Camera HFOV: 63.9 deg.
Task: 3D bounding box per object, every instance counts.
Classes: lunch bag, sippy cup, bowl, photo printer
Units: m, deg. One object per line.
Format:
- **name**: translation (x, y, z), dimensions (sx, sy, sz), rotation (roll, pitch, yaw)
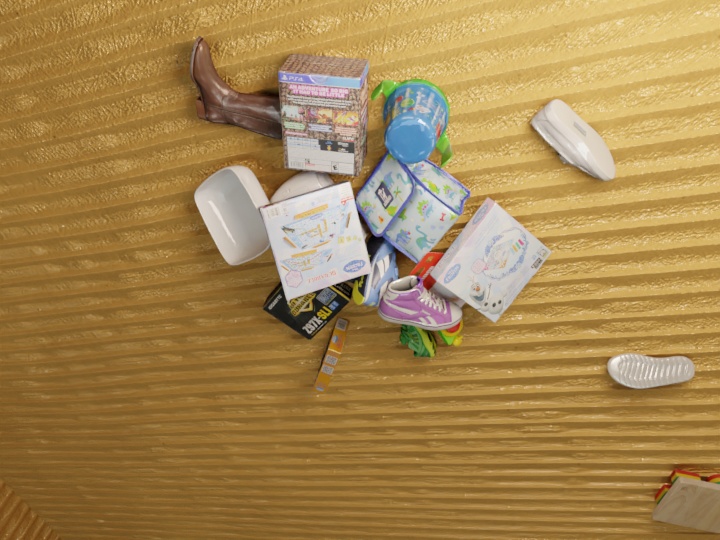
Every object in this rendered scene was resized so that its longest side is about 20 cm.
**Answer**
- **lunch bag**: translation (0.101, -0.144, 1.213), dimensions (0.199, 0.128, 0.171), rotation (38, 130, -2)
- **sippy cup**: translation (0.100, -0.274, 1.100), dimensions (0.174, 0.131, 0.142), rotation (12, 129, 4)
- **bowl**: translation (-0.266, -0.129, 1.293), dimensions (0.198, 0.074, 0.203), rotation (-19, 101, 46)
- **photo printer**: translation (-0.102, -0.121, 1.298), dimensions (0.165, 0.070, 0.201), rotation (-28, 110, 30)

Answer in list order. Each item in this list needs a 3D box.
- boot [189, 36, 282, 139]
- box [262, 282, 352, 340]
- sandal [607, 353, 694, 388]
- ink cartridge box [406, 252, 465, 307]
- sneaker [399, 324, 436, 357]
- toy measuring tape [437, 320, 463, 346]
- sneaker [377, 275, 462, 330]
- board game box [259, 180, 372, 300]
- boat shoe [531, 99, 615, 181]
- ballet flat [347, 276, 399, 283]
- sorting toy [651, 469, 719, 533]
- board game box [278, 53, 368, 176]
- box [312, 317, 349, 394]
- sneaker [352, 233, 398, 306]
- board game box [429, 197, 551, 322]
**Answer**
- **boot**: translation (-0.233, -0.358, 1.155), dimensions (0.196, 0.065, 0.188), rotation (16, 143, 5)
- **box**: translation (-0.137, 0.074, 1.482), dimensions (0.158, 0.050, 0.200), rotation (34, 127, -16)
- **sandal**: translation (0.706, 0.247, 1.414), dimensions (0.198, 0.084, 0.050), rotation (1, 171, 10)
- **ink cartridge box**: translation (0.190, 0.029, 1.302), dimensions (0.197, 0.058, 0.163), rotation (-5, 143, -40)
- **sneaker**: translation (0.130, 0.154, 1.464), dimensions (0.082, 0.075, 0.202), rotation (-16, 123, 19)
- **toy measuring tape**: translation (0.197, 0.096, 1.421), dimensions (0.073, 0.074, 0.202), rotation (-28, 99, 31)
- **sneaker**: translation (0.144, 0.068, 1.265), dimensions (0.196, 0.074, 0.116), rotation (4, 134, -15)
- **board game box**: translation (-0.092, -0.064, 1.221), dimensions (0.196, 0.041, 0.204), rotation (-17, 105, -10)
- **boat shoe**: translation (0.405, -0.236, 1.102), dimensions (0.198, 0.073, 0.068), rotation (33, 150, -21)
- **ballet flat**: translation (0.000, 0.000, 1.375), dimensions (0.196, 0.074, 0.074), rotation (11, 130, 7)
- **sorting toy**: translation (0.969, 0.652, 1.659), dimensions (0.194, 0.070, 0.203), rotation (10, 129, 5)
- **board game box**: translation (-0.069, -0.304, 1.137), dimensions (0.156, 0.098, 0.203), rotation (8, 129, 7)
- **box**: translation (-0.082, 0.237, 1.550), dimensions (0.041, 0.120, 0.202), rotation (20, 129, -4)
- **sneaker**: translation (0.048, -0.012, 1.316), dimensions (0.081, 0.074, 0.204), rotation (19, 91, -26)
- **board game box**: translation (0.280, -0.017, 1.237), dimensions (0.197, 0.043, 0.201), rotation (33, 100, -29)
